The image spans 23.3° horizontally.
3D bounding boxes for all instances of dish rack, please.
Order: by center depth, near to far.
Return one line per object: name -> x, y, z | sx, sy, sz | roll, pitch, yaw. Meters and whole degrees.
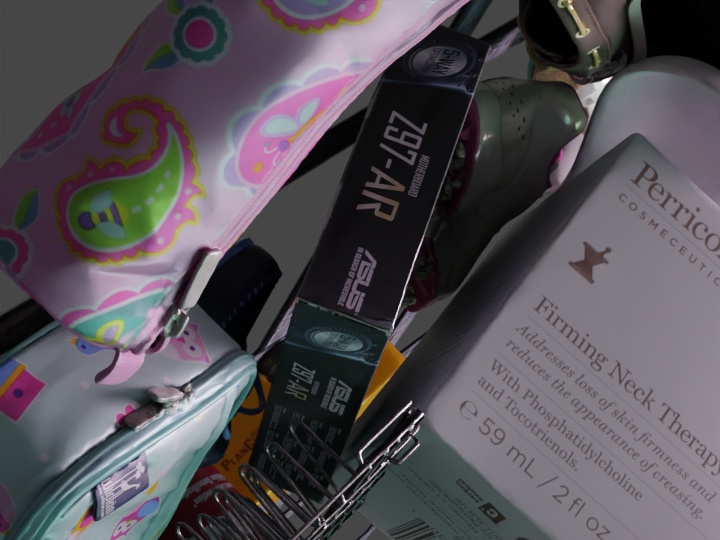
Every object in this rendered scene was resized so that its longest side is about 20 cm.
dish rack -> -0.056, 0.128, 0.771 | 0.200, 0.055, 0.154 | -39, 170, -35

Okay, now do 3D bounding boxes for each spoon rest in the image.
spoon rest -> 0.152, -0.062, 0.937 | 0.061, 0.099, 0.200 | -52, -171, -17

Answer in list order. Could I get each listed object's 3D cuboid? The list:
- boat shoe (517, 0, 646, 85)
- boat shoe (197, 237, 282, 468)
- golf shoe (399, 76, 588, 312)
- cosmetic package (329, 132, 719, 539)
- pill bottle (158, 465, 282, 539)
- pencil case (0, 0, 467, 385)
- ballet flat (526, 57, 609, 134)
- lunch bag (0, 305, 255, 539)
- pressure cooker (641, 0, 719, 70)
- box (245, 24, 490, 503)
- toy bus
boat shoe -> 0.107, -0.132, 0.871 | 0.059, 0.072, 0.200 | -30, 171, -1
boat shoe -> -0.088, 0.069, 0.872 | 0.084, 0.069, 0.200 | -30, 160, -53
golf shoe -> 0.065, -0.039, 0.969 | 0.091, 0.076, 0.200 | -13, 157, -20
cosmetic package -> 0.116, 0.073, 0.913 | 0.200, 0.167, 0.166 | -50, -177, -25
pill bottle -> -0.082, 0.192, 0.981 | 0.113, 0.200, 0.113 | -43, 168, -11
pencil case -> -0.041, -0.060, 0.570 | 0.200, 0.087, 0.087 | -48, 168, 7
ballet flat -> 0.135, -0.106, 1.057 | 0.071, 0.065, 0.200 | -46, 168, -10
lunch bag -> -0.131, 0.096, 0.755 | 0.160, 0.077, 0.200 | -30, 162, -49
pressure cooker -> 0.249, -0.185, 0.916 | 0.200, 0.176, 0.179 | -40, 163, -28
box -> 0.000, 0.000, 0.836 | 0.200, 0.043, 0.161 | 109, 0, -59
toy bus -> -0.061, 0.108, 1.105 | 0.200, 0.065, 0.078 | -43, 170, -14
